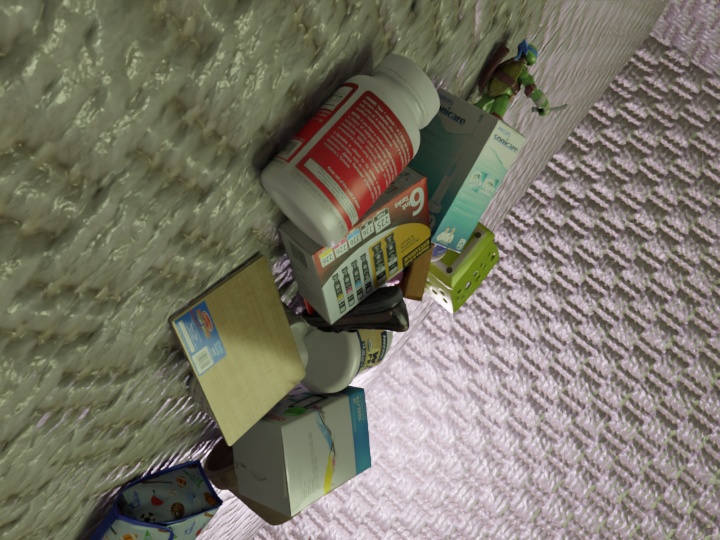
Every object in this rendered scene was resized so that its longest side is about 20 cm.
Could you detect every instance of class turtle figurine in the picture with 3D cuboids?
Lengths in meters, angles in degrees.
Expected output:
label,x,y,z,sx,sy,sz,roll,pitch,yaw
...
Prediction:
label,x,y,z,sx,sy,sz,roll,pitch,yaw
turtle figurine,0.274,-0.299,1.056,0.194,0.144,0.200,-47,163,3

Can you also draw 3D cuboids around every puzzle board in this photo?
label,x,y,z,sx,sy,sz,roll,pitch,yaw
puzzle board,-0.152,0.103,0.744,0.150,0.017,0.204,-39,126,-36

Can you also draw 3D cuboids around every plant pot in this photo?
label,x,y,z,sx,sy,sz,roll,pitch,yaw
plant pot,-0.181,0.394,1.120,0.197,0.177,0.201,-30,-169,6
plant pot,0.215,-0.049,1.404,0.200,0.199,0.182,-48,159,-8

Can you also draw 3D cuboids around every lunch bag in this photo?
label,x,y,z,sx,sy,sz,roll,pitch,yaw
lunch bag,-0.350,0.425,0.931,0.172,0.124,0.198,-54,152,13

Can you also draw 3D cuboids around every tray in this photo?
label,x,y,z,sx,sy,sz,roll,pitch,yaw
tray,0.083,-0.022,1.023,0.200,0.036,0.102,-122,-138,-75

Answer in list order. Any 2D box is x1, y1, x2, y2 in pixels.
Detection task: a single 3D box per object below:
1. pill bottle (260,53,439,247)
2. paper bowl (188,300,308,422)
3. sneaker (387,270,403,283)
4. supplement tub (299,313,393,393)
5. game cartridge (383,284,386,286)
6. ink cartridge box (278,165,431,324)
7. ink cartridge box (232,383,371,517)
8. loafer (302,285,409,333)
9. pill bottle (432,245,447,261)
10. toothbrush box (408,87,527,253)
label,x,y,z,sx,sy,sz,roll,pitch,yaw
pill bottle,-0.006,-0.134,0.624,0.201,0.112,0.113,-48,166,-10
paper bowl,-0.158,0.150,0.879,0.201,0.104,0.201,-48,167,-14
sneaker,0.000,0.000,1.011,0.093,0.081,0.199,-7,170,-22
supplement tub,-0.030,0.128,1.038,0.146,0.144,0.199,-55,163,19
game cartridge,0.029,-0.002,1.178,0.133,0.040,0.204,-36,150,-58
ink cartridge box,0.004,-0.030,0.803,0.198,0.083,0.178,-36,139,-21
ink cartridge box,-0.101,0.292,0.980,0.197,0.144,0.151,-13,100,-47
loafer,-0.011,0.072,0.846,0.197,0.064,0.072,-13,-161,44
pill bottle,0.165,-0.119,1.221,0.111,0.110,0.202,-41,163,-33
toothbrush box,0.139,-0.157,0.893,0.084,0.146,0.203,12,112,-42
